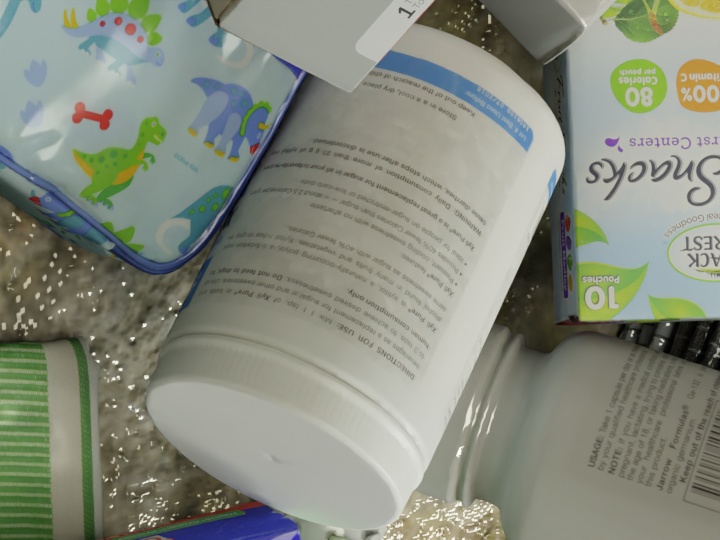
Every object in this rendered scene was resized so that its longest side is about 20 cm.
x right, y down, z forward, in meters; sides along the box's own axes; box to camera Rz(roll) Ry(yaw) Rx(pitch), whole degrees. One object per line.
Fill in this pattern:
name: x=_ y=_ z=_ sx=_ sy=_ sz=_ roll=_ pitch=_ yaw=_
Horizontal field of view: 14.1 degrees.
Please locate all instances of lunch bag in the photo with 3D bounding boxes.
lunch bag: x=-0.121 y=-0.108 z=1.271 sx=0.200 sy=0.082 sz=0.161 roll=40 pitch=78 yaw=-34

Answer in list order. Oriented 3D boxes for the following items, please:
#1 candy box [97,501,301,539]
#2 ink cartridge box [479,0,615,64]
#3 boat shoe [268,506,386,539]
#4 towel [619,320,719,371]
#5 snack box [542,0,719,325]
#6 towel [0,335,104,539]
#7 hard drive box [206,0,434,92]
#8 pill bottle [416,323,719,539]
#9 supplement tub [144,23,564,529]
candy box: x=-0.098 y=0.222 z=1.318 sx=0.169 sy=0.077 sz=0.201 roll=-11 pitch=101 yaw=-20
ink cartridge box: x=0.110 y=-0.220 z=1.353 sx=0.146 sy=0.084 sz=0.200 roll=45 pitch=76 yaw=-3
boat shoe: x=-0.016 y=0.149 z=1.410 sx=0.073 sy=0.067 sz=0.201 roll=14 pitch=95 yaw=-34
towel: x=0.216 y=0.073 z=1.525 sx=0.165 sy=0.086 sz=0.201 roll=17 pitch=93 yaw=-35
snack box: x=0.163 y=-0.076 z=1.417 sx=0.142 sy=0.053 sz=0.201 roll=-1 pitch=87 yaw=-10
towel: x=-0.208 y=0.112 z=1.308 sx=0.199 sy=0.023 sz=0.153 roll=-8 pitch=105 yaw=-29
hard drive box: x=-0.009 y=-0.201 z=1.214 sx=0.077 sy=0.200 sz=0.156 roll=25 pitch=121 yaw=-36
pill bottle: x=0.125 y=0.092 z=1.403 sx=0.199 sy=0.114 sz=0.115 roll=18 pitch=94 yaw=10
supplement tub: x=0.000 y=0.000 z=1.315 sx=0.132 sy=0.132 sz=0.200 roll=44 pitch=60 yaw=-32
